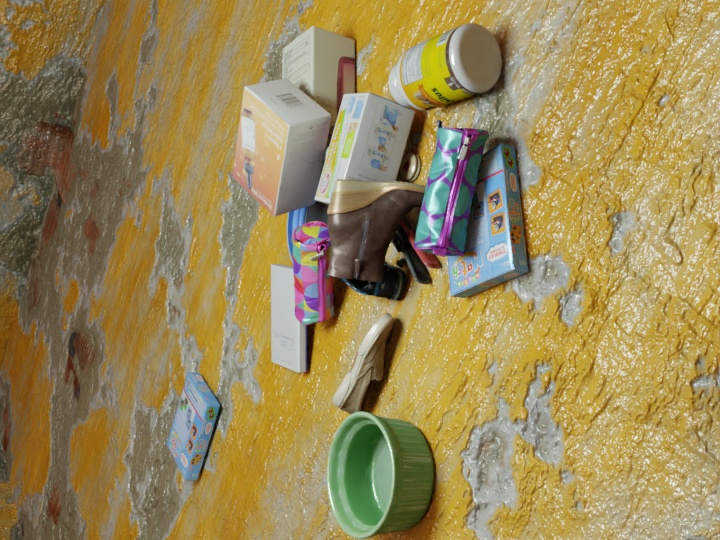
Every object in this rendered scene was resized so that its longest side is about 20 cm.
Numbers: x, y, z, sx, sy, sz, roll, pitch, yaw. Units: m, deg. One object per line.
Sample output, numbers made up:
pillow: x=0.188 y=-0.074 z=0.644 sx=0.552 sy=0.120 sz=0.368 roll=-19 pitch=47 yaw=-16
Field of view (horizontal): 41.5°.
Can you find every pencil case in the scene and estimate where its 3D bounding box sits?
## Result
pencil case: x=0.140 y=-0.124 z=1.476 sx=0.092 sy=0.083 sz=0.205 roll=-131 pitch=52 yaw=-85
pencil case: x=-0.089 y=0.007 z=1.799 sx=0.089 sy=0.087 sz=0.203 roll=-128 pitch=30 yaw=-47

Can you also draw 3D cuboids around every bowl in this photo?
bowl: x=-0.087 y=-0.092 z=1.901 sx=0.199 sy=0.039 sz=0.206 roll=-8 pitch=81 yaw=59

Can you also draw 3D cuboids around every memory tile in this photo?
memory tile: x=0.036 y=-0.167 z=1.767 sx=0.202 sy=0.017 sz=0.155 roll=-57 pitch=40 yaw=32

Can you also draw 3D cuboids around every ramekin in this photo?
ramekin: x=0.035 y=0.340 z=1.583 sx=0.199 sy=0.096 sz=0.205 roll=-17 pitch=69 yaw=54

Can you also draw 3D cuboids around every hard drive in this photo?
hard drive: x=-0.146 y=0.095 z=1.939 sx=0.131 sy=0.025 sz=0.205 roll=10 pitch=102 yaw=59

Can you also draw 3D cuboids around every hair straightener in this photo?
hair straightener: x=0.071 y=-0.044 z=1.662 sx=0.078 sy=0.040 sz=0.201 roll=-60 pitch=44 yaw=29

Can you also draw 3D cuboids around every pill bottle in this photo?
pill bottle: x=0.133 y=-0.331 z=1.575 sx=0.198 sy=0.107 sz=0.112 roll=-6 pitch=77 yaw=56

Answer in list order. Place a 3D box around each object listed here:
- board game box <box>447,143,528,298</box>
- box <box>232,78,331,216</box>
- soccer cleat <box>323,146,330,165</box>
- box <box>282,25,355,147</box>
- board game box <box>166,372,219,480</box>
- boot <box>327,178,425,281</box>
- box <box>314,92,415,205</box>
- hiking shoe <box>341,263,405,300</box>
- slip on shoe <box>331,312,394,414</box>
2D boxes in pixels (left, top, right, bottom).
board game box: x=0.192 y=-0.075 z=1.495 sx=0.150 sy=0.036 sz=0.205 roll=-26 pitch=60 yaw=51
box: x=-0.154 y=-0.236 z=1.820 sx=0.152 sy=0.105 sz=0.203 roll=41 pitch=134 yaw=33
soccer cleat: x=-0.020 y=-0.139 z=1.780 sx=0.072 sy=0.068 sz=0.205 roll=-11 pitch=80 yaw=20
box: x=-0.085 y=-0.362 z=1.910 sx=0.127 sy=0.107 sz=0.205 roll=-18 pitch=68 yaw=53
board game box: x=-0.402 y=0.371 z=2.272 sx=0.151 sy=0.036 sz=0.204 roll=42 pitch=117 yaw=52
boot: x=0.040 y=-0.067 z=1.615 sx=0.072 sy=0.195 sz=0.171 roll=-124 pitch=36 yaw=-84
box: x=0.006 y=-0.203 z=1.693 sx=0.112 sy=0.100 sz=0.204 roll=16 pitch=91 yaw=63
hiking shoe: x=0.000 y=0.000 z=1.721 sx=0.199 sy=0.085 sz=0.076 roll=16 pitch=96 yaw=56
slip on shoe: x=0.018 y=0.170 z=1.687 sx=0.060 sy=0.076 sz=0.203 roll=32 pitch=106 yaw=11
